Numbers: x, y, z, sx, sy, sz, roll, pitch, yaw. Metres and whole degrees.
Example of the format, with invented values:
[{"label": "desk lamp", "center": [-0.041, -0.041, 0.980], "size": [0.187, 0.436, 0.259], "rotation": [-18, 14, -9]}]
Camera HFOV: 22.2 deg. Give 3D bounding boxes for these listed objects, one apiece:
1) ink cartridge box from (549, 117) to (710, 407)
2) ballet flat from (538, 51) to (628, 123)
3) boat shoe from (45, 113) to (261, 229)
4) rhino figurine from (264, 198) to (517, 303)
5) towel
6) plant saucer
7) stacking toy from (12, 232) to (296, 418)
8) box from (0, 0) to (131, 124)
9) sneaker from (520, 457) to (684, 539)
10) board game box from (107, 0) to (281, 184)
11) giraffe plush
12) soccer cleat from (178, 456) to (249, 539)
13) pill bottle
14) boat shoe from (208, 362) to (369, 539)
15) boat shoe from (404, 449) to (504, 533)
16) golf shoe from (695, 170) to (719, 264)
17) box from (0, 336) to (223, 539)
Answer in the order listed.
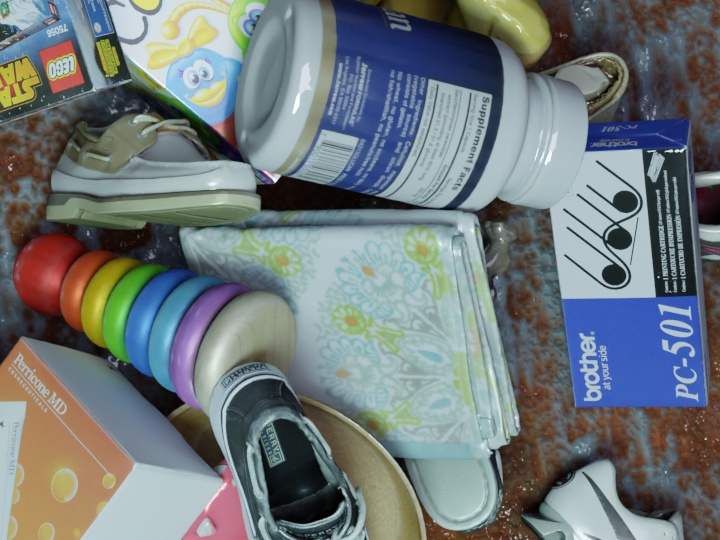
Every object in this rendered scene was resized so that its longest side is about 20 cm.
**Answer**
[{"label": "ink cartridge box", "center": [0.181, -0.001, 1.233], "size": [0.093, 0.044, 0.201], "rotation": [-2, 121, 16]}, {"label": "ballet flat", "center": [0.100, -0.104, 1.228], "size": [0.199, 0.062, 0.068], "rotation": [-27, 75, -33]}, {"label": "boat shoe", "center": [-0.132, -0.063, 1.133], "size": [0.074, 0.199, 0.069], "rotation": [9, 85, -41]}, {"label": "rhino figurine", "center": [0.000, 0.000, 1.214], "size": [0.199, 0.060, 0.088], "rotation": [10, 75, 14]}, {"label": "towel", "center": [-0.005, 0.039, 1.169], "size": [0.199, 0.048, 0.172], "rotation": [0, 120, 22]}, {"label": "plant saucer", "center": [-0.049, 0.156, 1.201], "size": [0.199, 0.035, 0.201], "rotation": [8, 119, 14]}, {"label": "stacking toy", "center": [-0.140, 0.023, 1.150], "size": [0.199, 0.085, 0.086], "rotation": [22, 86, 30]}, {"label": "box", "center": [-0.241, -0.153, 1.114], "size": [0.040, 0.199, 0.138], "rotation": [-25, 101, -55]}, {"label": "sneaker", "center": [0.209, 0.217, 1.291], "size": [0.088, 0.074, 0.200], "rotation": [-42, 101, -7]}, {"label": "board game box", "center": [-0.109, -0.158, 1.181], "size": [0.200, 0.103, 0.105], "rotation": [39, 83, -12]}, {"label": "giraffe plush", "center": [0.070, -0.239, 1.198], "size": [0.162, 0.172, 0.200], "rotation": [-53, 135, -26]}, {"label": "soccer cleat", "center": [-0.105, 0.181, 1.179], "size": [0.066, 0.077, 0.201], "rotation": [16, 111, -31]}, {"label": "pill bottle", "center": [0.033, -0.097, 1.115], "size": [0.199, 0.111, 0.112], "rotation": [12, 89, -22]}, {"label": "boat shoe", "center": [-0.030, 0.146, 1.103], "size": [0.073, 0.068, 0.200], "rotation": [-25, 125, -15]}, {"label": "boat shoe", "center": [0.046, 0.082, 1.250], "size": [0.075, 0.060, 0.201], "rotation": [-15, 77, 10]}, {"label": "golf shoe", "center": [0.281, -0.033, 1.287], "size": [0.199, 0.088, 0.078], "rotation": [-1, 75, -16]}, {"label": "box", "center": [-0.201, 0.162, 1.123], "size": [0.124, 0.097, 0.200], "rotation": [42, 99, 30]}]
